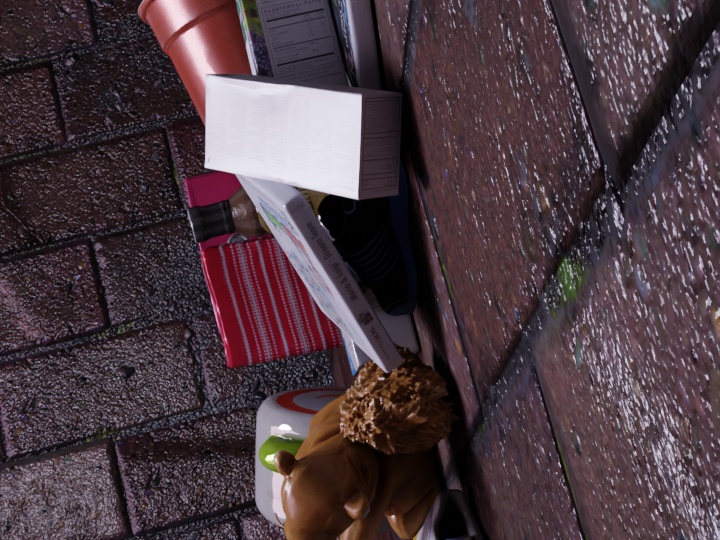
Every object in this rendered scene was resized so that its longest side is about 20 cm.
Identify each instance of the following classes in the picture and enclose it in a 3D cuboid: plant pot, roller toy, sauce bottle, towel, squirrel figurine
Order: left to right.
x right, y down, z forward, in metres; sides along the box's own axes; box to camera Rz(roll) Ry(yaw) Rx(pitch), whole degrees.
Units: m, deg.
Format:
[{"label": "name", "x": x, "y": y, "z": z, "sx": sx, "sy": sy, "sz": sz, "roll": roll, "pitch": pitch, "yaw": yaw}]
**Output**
[{"label": "plant pot", "x": -0.110, "y": -0.222, "z": 1.440, "sx": 0.201, "sy": 0.199, "sz": 0.197, "roll": 134, "pitch": 113, "yaw": -84}, {"label": "sauce bottle", "x": -0.095, "y": -0.073, "z": 1.512, "sx": 0.065, "sy": 0.198, "sz": 0.065, "roll": 164, "pitch": 90, "yaw": -84}, {"label": "towel", "x": -0.071, "y": 0.023, "z": 1.505, "sx": 0.023, "sy": 0.198, "sz": 0.146, "roll": 116, "pitch": 141, "yaw": -70}, {"label": "roller toy", "x": -0.022, "y": 0.211, "z": 1.459, "sx": 0.182, "sy": 0.198, "sz": 0.142, "roll": -151, "pitch": 61, "yaw": -75}, {"label": "squirrel figurine", "x": -0.003, "y": 0.158, "z": 1.187, "sx": 0.141, "sy": 0.201, "sz": 0.186, "roll": 34, "pitch": -165, "yaw": 17}]

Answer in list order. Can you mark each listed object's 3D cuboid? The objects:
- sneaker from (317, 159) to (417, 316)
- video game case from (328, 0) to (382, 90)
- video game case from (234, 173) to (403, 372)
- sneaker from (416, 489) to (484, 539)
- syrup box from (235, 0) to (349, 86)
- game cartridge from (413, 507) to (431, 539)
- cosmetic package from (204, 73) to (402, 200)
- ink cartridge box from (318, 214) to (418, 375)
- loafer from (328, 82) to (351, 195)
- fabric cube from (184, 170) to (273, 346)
[{"label": "sneaker", "x": 0.004, "y": -0.031, "z": 1.200, "sx": 0.070, "sy": 0.077, "sz": 0.201, "roll": -109, "pitch": 8, "yaw": -46}, {"label": "video game case", "x": -0.018, "y": -0.265, "z": 1.157, "sx": 0.183, "sy": 0.023, "sz": 0.202, "roll": -109, "pitch": 8, "yaw": -51}, {"label": "video game case", "x": -0.043, "y": -0.011, "z": 1.213, "sx": 0.183, "sy": 0.024, "sz": 0.200, "roll": 59, "pitch": 172, "yaw": -22}, {"label": "sneaker", "x": 0.088, "y": 0.283, "z": 1.170, "sx": 0.088, "sy": 0.074, "sz": 0.201, "roll": 89, "pitch": 167, "yaw": -47}, {"label": "syrup box", "x": -0.064, "y": -0.209, "z": 1.215, "sx": 0.079, "sy": 0.081, "sz": 0.202, "roll": 142, "pitch": 114, "yaw": -83}, {"label": "game cartridge", "x": 0.059, "y": 0.238, "z": 1.612, "sx": 0.200, "sy": 0.032, "sz": 0.178, "roll": 84, "pitch": 172, "yaw": -71}, {"label": "cosmetic package", "x": -0.051, "y": -0.114, "z": 1.103, "sx": 0.199, "sy": 0.050, "sz": 0.084, "roll": 16, "pitch": 106, "yaw": 45}, {"label": "ink cartridge box", "x": 0.000, "y": 0.000, "z": 1.389, "sx": 0.115, "sy": 0.067, "sz": 0.202, "roll": 110, "pitch": 146, "yaw": -80}, {"label": "loafer", "x": -0.026, "y": -0.133, "z": 1.315, "sx": 0.075, "sy": 0.069, "sz": 0.202, "roll": 90, "pitch": 166, "yaw": -70}, {"label": "fabric cube", "x": -0.092, "y": -0.017, "z": 1.639, "sx": 0.200, "sy": 0.197, "sz": 0.198, "roll": 96, "pitch": 161, "yaw": -76}]
